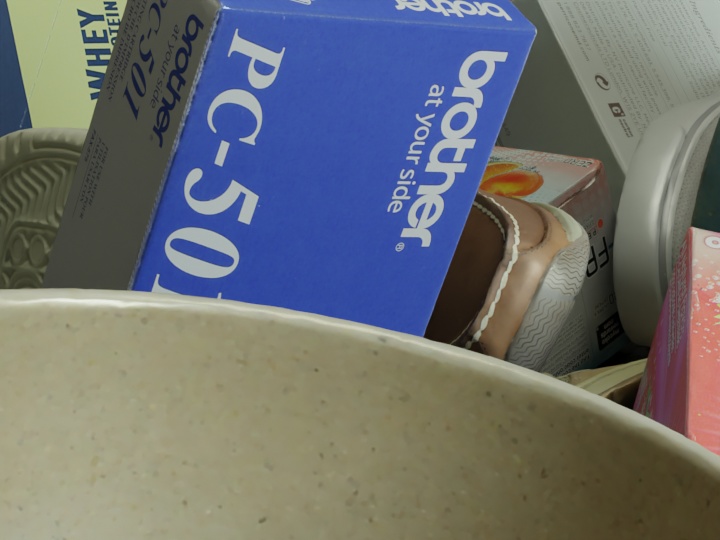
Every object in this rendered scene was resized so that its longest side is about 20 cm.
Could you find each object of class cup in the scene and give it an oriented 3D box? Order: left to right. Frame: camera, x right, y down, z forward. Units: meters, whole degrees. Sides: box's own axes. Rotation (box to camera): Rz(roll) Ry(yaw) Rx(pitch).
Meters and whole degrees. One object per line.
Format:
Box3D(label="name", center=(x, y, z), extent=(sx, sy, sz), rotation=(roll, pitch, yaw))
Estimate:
Box3D(label="cup", center=(-0.026, 0.102, 0.520), extent=(0.199, 0.144, 0.200), rotation=(11, 15, -3))

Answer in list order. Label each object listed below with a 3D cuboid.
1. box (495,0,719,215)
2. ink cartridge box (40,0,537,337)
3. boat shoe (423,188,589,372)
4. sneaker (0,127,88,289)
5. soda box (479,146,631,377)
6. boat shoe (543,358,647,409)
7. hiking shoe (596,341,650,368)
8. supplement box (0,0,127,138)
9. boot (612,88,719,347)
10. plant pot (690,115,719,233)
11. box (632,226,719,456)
Box3D(label="box", center=(0.109, -0.041, 1.112), extent=(0.199, 0.124, 0.098), rotation=(-7, 66, -48))
Box3D(label="ink cartridge box", center=(-0.034, 0.014, 0.715), extent=(0.094, 0.201, 0.044), rotation=(0, 32, -34))
Box3D(label="boat shoe", center=(0.000, 0.000, 0.806), extent=(0.072, 0.076, 0.200), rotation=(27, -7, -20))
Box3D(label="sneaker", center=(-0.073, 0.011, 0.831), extent=(0.111, 0.077, 0.200), rotation=(3, -20, -35))
Box3D(label="soda box", center=(-0.004, -0.006, 0.969), extent=(0.199, 0.069, 0.063), rotation=(10, 34, 44))
Box3D(label="boat shoe", center=(0.051, 0.064, 0.856), extent=(0.199, 0.073, 0.065), rotation=(-13, 18, -43))
Box3D(label="hiking shoe", center=(0.095, 0.024, 1.014), extent=(0.100, 0.076, 0.200), rotation=(18, 17, 14))
Box3D(label="supplement box", center=(-0.115, -0.135, 0.936), extent=(0.134, 0.201, 0.199), rotation=(-4, 12, 41))
Box3D(label="boot", center=(0.160, -0.031, 0.961), extent=(0.095, 0.074, 0.200), rotation=(1, 24, 28))
Box3D(label="plant pot", center=(0.210, -0.020, 0.830), extent=(0.134, 0.201, 0.200), rotation=(30, 23, 32))
Box3D(label="box", center=(0.113, 0.087, 0.663), extent=(0.102, 0.095, 0.200), rotation=(11, 33, 1))
